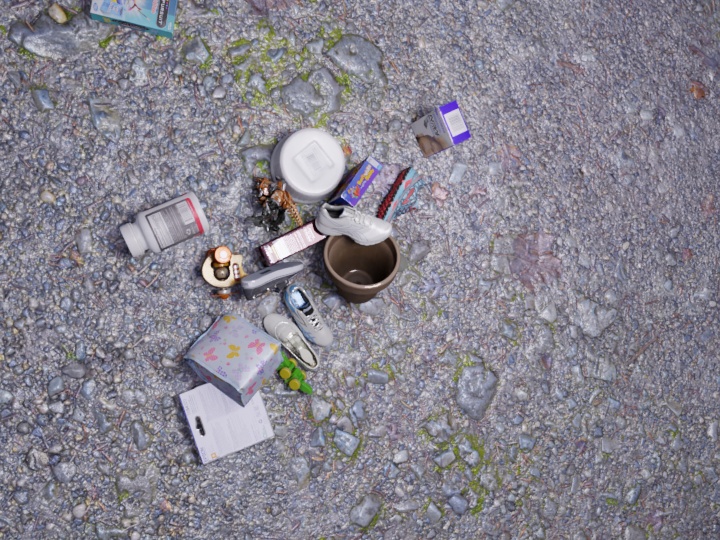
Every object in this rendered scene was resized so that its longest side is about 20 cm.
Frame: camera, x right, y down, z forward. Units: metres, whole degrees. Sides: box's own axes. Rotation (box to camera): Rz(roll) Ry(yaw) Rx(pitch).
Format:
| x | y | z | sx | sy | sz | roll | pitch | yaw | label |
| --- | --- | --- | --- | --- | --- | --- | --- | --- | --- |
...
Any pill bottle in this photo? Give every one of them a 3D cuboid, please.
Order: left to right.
| x | y | z | sx | sy | sz | roll | pitch | yaw | label |
| --- | --- | --- | --- | --- | --- | --- | --- | --- | --- |
| -0.491 | -0.111 | 1.604 | 0.199 | 0.111 | 0.111 | -26 | 96 | -16 | pill bottle |

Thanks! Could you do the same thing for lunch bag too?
| x | y | z | sx | sy | sz | roll | pitch | yaw | label |
| --- | --- | --- | --- | --- | --- | --- | --- | --- | --- |
| -0.321 | 0.216 | 1.626 | 0.199 | 0.127 | 0.170 | 29 | 58 | 17 | lunch bag |

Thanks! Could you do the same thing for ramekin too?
| x | y | z | sx | sy | sz | roll | pitch | yaw | label |
| --- | --- | --- | --- | --- | --- | --- | --- | --- | --- |
| -0.137 | -0.285 | 1.725 | 0.199 | 0.098 | 0.202 | 0 | 89 | -17 | ramekin |

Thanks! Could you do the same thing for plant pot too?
| x | y | z | sx | sy | sz | roll | pitch | yaw | label |
| --- | --- | --- | --- | --- | --- | --- | --- | --- | --- |
| 0.000 | 0.000 | 1.706 | 0.199 | 0.175 | 0.201 | 2 | 60 | -3 | plant pot |

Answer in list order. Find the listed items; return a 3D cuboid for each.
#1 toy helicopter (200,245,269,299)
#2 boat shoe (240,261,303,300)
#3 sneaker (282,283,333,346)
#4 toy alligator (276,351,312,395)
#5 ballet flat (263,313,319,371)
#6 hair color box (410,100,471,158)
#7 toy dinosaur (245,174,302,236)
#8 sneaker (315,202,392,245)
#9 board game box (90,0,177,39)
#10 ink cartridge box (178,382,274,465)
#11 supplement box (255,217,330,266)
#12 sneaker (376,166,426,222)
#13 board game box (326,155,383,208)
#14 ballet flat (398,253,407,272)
| x | y | z | sx | sy | sz | roll | pitch | yaw | label |
| --- | --- | --- | --- | --- | --- | --- | --- | --- | --- |
| -0.323 | 0.025 | 1.676 | 0.199 | 0.079 | 0.133 | 22 | 76 | -28 | toy helicopter |
| -0.227 | 0.029 | 1.684 | 0.200 | 0.070 | 0.067 | -25 | 117 | -47 | boat shoe |
| -0.140 | 0.124 | 1.729 | 0.072 | 0.072 | 0.201 | -38 | 101 | -16 | sneaker |
| -0.205 | 0.261 | 1.718 | 0.054 | 0.059 | 0.200 | -34 | 100 | 26 | toy alligator |
| -0.177 | 0.191 | 1.719 | 0.069 | 0.069 | 0.200 | -44 | 101 | -13 | ballet flat |
| 0.220 | -0.389 | 1.784 | 0.065 | 0.200 | 0.110 | -26 | 96 | -14 | hair color box |
| -0.224 | -0.171 | 1.665 | 0.102 | 0.200 | 0.136 | 23 | 104 | -36 | toy dinosaur |
| -0.017 | -0.120 | 1.624 | 0.198 | 0.087 | 0.075 | 9 | 61 | -1 | sneaker |
| -0.567 | -0.693 | 1.626 | 0.199 | 0.047 | 0.152 | 8 | 87 | -17 | board game box |
| -0.348 | 0.375 | 1.674 | 0.199 | 0.043 | 0.198 | -19 | 93 | -14 | ink cartridge box |
| -0.173 | -0.079 | 1.703 | 0.199 | 0.109 | 0.061 | -27 | 97 | -15 | supplement box |
| 0.122 | -0.192 | 1.814 | 0.095 | 0.079 | 0.201 | 34 | 80 | -16 | sneaker |
| -0.022 | -0.221 | 1.705 | 0.045 | 0.200 | 0.135 | 37 | 78 | -12 | board game box |
| 0.052 | -0.048 | 1.796 | 0.199 | 0.064 | 0.068 | 25 | 81 | -16 | ballet flat |
